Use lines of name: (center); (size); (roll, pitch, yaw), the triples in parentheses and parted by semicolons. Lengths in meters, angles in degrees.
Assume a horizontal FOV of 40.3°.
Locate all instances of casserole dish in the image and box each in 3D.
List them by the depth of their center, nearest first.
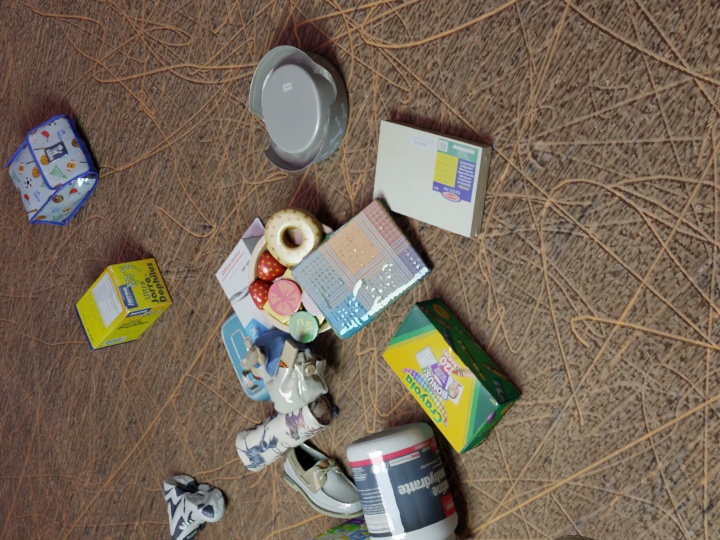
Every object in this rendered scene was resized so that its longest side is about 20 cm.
casserole dish: (-0.200, 0.154, 1.816); (0.121, 0.039, 0.201); (-37, 73, 44)

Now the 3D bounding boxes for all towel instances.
towel: (0.000, 0.000, 1.534); (0.200, 0.022, 0.147); (-39, 84, 26)

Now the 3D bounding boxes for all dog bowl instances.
dog bowl: (-0.099, -0.264, 1.601); (0.200, 0.059, 0.201); (12, 107, 43)

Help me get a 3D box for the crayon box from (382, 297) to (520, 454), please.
crayon box: (0.131, 0.154, 1.457); (0.200, 0.058, 0.119); (50, 130, 26)

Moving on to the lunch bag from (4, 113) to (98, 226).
lunch bag: (-0.674, -0.223, 2.168); (0.200, 0.124, 0.170); (-38, 71, 29)

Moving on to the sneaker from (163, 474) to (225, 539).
sneaker: (-0.337, 0.509, 2.008); (0.199, 0.079, 0.130); (9, 107, 45)

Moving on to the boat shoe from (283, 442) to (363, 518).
boat shoe: (-0.067, 0.361, 1.697); (0.200, 0.075, 0.069); (19, 118, 43)

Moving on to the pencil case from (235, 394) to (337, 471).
pencil case: (-0.134, 0.276, 1.714); (0.200, 0.089, 0.078); (-36, 98, 29)

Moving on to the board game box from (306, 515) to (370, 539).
board game box: (-0.030, 0.484, 1.596); (0.103, 0.200, 0.105); (-5, 95, 46)

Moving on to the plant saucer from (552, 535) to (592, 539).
plant saucer: (0.309, 0.472, 1.362); (0.200, 0.037, 0.201); (12, 107, 43)

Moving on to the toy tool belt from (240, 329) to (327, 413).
toy tool belt: (-0.141, 0.146, 1.658); (0.200, 0.125, 0.123); (22, 135, 54)

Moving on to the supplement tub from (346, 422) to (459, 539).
supplement tub: (0.068, 0.345, 1.506); (0.140, 0.140, 0.201); (-21, 84, 46)

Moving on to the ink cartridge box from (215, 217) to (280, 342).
ink cartridge box: (-0.186, 0.019, 1.748); (0.116, 0.067, 0.200); (-48, 65, 41)

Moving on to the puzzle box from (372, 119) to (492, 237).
puzzle box: (0.102, -0.138, 1.446); (0.200, 0.025, 0.134); (23, 115, 41)

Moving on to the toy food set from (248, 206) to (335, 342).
toy food set: (-0.095, 0.011, 1.616); (0.198, 0.049, 0.200); (35, 104, 11)

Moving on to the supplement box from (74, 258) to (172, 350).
supplement box: (-0.499, 0.072, 2.055); (0.200, 0.109, 0.109); (-38, 72, 44)
